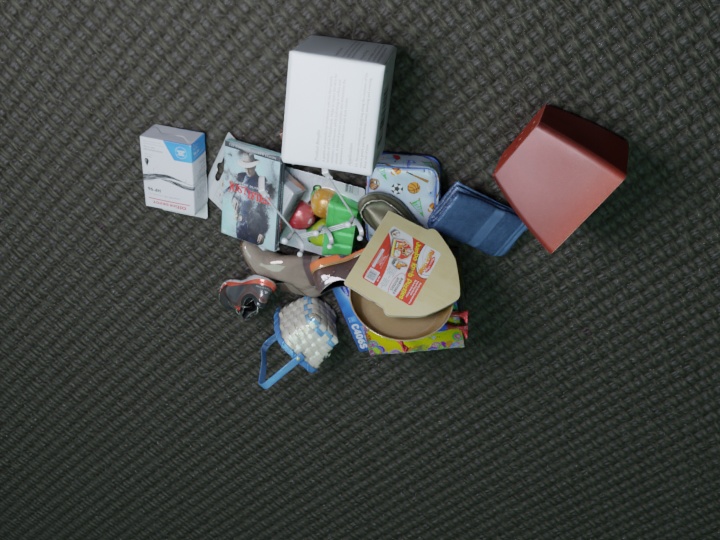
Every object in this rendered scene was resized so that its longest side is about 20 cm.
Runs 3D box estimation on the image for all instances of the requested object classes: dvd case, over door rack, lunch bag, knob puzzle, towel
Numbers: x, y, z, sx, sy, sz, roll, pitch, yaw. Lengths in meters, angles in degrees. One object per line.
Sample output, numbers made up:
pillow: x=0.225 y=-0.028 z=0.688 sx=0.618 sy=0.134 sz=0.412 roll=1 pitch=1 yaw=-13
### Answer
dvd case: x=-0.218 y=-0.152 z=1.704 sx=0.145 sy=0.022 sz=0.201 roll=20 pitch=116 yaw=27
over door rack: x=-0.095 y=-0.109 z=1.635 sx=0.147 sy=0.067 sz=0.200 roll=-14 pitch=135 yaw=16
lunch bag: x=0.089 y=-0.136 z=1.716 sx=0.159 sy=0.076 sz=0.201 roll=3 pitch=123 yaw=4
knob puzzle: x=0.096 y=0.007 z=1.602 sx=0.218 sy=0.221 sz=0.030 roll=15 pitch=157 yaw=-1
towel: x=0.236 y=-0.098 z=1.701 sx=0.199 sy=0.049 sz=0.112 roll=20 pitch=124 yaw=-31

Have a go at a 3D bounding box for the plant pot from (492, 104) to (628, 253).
plant pot: x=0.362 y=-0.190 z=1.577 sx=0.176 sy=0.200 sz=0.200 roll=39 pitch=121 yaw=-3

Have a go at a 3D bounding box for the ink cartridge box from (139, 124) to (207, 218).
ink cartridge box: x=-0.382 y=-0.189 z=1.749 sx=0.115 sy=0.068 sz=0.201 roll=12 pitch=125 yaw=12

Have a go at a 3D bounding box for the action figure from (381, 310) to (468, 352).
action figure: x=0.106 y=0.118 z=1.633 sx=0.199 sy=0.099 sz=0.066 roll=3 pitch=129 yaw=10

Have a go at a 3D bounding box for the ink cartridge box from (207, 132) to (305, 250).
ink cartridge box: x=-0.223 y=-0.164 z=1.747 sx=0.200 sy=0.050 sz=0.163 roll=45 pitch=125 yaw=17

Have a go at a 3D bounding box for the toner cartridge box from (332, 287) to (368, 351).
toner cartridge box: x=-0.010 y=0.070 z=1.852 sx=0.043 sy=0.095 sz=0.201 roll=-14 pitch=120 yaw=16

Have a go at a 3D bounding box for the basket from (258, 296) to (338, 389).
basket: x=-0.146 y=0.160 z=1.883 sx=0.199 sy=0.177 sz=0.139 roll=-34 pitch=117 yaw=14

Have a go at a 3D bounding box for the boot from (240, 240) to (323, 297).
boot: x=-0.145 y=-0.011 z=1.818 sx=0.145 sy=0.071 sz=0.200 roll=-8 pitch=143 yaw=33

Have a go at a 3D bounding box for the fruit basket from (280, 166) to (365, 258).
fruit basket: x=-0.092 y=-0.118 z=1.761 sx=0.199 sy=0.094 sz=0.186 roll=19 pitch=125 yaw=15

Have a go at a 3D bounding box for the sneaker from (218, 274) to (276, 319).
sneaker: x=-0.261 y=0.067 z=1.859 sx=0.077 sy=0.082 sz=0.200 roll=26 pitch=154 yaw=-27

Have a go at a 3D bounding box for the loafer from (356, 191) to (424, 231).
loafer: x=0.078 y=-0.079 z=1.668 sx=0.200 sy=0.070 sz=0.075 roll=36 pitch=117 yaw=-17

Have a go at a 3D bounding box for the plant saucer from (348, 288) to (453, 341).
plant saucer: x=0.076 y=0.055 z=1.610 sx=0.199 sy=0.201 sz=0.036 roll=10 pitch=145 yaw=2

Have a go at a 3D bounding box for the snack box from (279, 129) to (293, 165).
snack box: x=-0.056 y=-0.270 z=1.679 sx=0.199 sy=0.024 sz=0.072 roll=-14 pitch=118 yaw=17

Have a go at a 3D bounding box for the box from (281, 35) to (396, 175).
box: x=-0.036 y=-0.303 z=1.533 sx=0.170 sy=0.200 sz=0.200 roll=9 pitch=115 yaw=4

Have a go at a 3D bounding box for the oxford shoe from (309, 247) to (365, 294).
oxford shoe: x=0.000 y=0.000 z=1.734 sx=0.199 sy=0.073 sz=0.071 roll=-14 pitch=159 yaw=0

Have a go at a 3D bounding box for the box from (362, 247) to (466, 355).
box: x=0.114 y=0.063 z=1.769 sx=0.199 sy=0.193 sz=0.123 roll=-7 pitch=123 yaw=12
